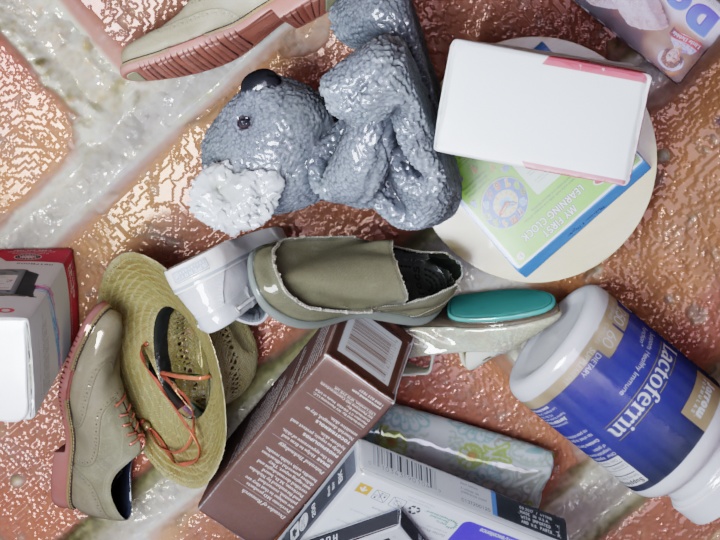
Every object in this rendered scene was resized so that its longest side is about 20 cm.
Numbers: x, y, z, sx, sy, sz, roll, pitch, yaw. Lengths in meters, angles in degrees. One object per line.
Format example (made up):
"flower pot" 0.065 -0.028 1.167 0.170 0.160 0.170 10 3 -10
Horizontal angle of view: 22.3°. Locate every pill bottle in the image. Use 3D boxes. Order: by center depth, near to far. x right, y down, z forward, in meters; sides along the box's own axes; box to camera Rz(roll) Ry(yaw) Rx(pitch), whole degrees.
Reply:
"pill bottle" 0.231 0.114 1.507 0.200 0.116 0.116 38 102 -9

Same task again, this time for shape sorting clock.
"shape sorting clock" 0.142 -0.090 1.495 0.199 0.039 0.201 1 94 8

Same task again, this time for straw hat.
"straw hat" -0.133 0.071 1.513 0.085 0.201 0.202 -19 107 -34

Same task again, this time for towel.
"towel" 0.057 0.222 1.574 0.170 0.048 0.201 16 104 -6

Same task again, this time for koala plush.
"koala plush" -0.035 -0.098 1.422 0.199 0.178 0.185 -15 119 10

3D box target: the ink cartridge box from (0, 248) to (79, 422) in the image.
"ink cartridge box" -0.312 0.047 1.454 0.147 0.200 0.086 0 104 0

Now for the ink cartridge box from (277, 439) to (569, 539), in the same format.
"ink cartridge box" 0.036 0.241 1.496 0.197 0.044 0.200 23 128 -19

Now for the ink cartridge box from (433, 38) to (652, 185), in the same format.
"ink cartridge box" 0.141 -0.122 1.373 0.144 0.200 0.084 10 99 8

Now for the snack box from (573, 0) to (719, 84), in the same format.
"snack box" 0.200 -0.239 1.465 0.200 0.024 0.072 38 100 -8

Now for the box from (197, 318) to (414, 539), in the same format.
"box" -0.045 0.125 1.493 0.075 0.100 0.200 36 121 -9

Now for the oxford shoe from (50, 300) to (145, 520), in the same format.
"oxford shoe" -0.207 0.119 1.524 0.074 0.070 0.201 18 121 15

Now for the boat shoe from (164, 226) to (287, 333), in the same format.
"boat shoe" -0.093 0.010 1.439 0.072 0.200 0.069 -24 90 9

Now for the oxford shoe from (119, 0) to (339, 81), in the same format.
"oxford shoe" -0.108 -0.212 1.464 0.199 0.071 0.074 -24 82 3

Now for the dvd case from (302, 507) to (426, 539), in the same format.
"dvd case" -0.021 0.270 1.480 0.199 0.025 0.151 -21 129 20

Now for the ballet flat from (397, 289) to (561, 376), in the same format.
"ballet flat" 0.071 0.054 1.526 0.199 0.068 0.063 -3 114 12

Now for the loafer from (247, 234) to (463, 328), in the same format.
"loafer" 0.000 0.000 1.423 0.070 0.199 0.076 -35 64 43
